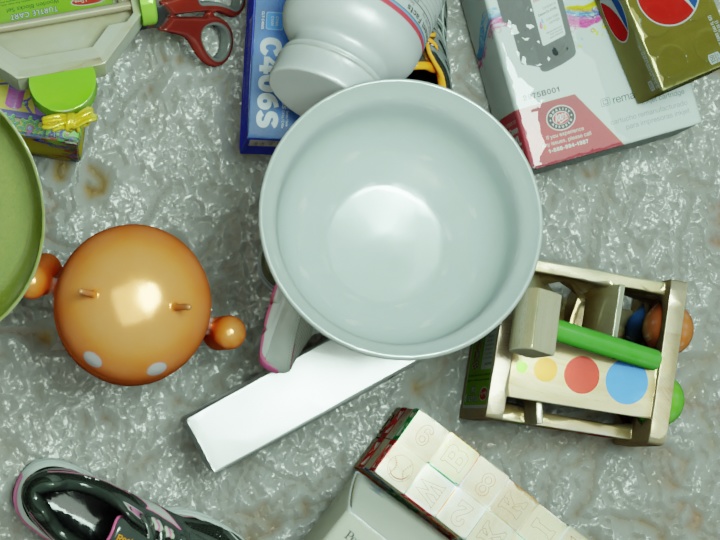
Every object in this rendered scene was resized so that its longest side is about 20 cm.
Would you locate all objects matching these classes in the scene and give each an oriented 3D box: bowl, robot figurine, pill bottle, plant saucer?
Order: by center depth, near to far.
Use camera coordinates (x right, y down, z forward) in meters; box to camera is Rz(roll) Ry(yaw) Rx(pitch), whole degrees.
[{"bbox_3d":[0.023,-0.026,1.597,0.199,0.090,0.203,2,75,-8],"label":"bowl"},{"bbox_3d":[-0.311,-0.047,1.610,0.198,0.031,0.202,3,103,15],"label":"plant saucer"},{"bbox_3d":[-0.169,0.026,1.653,0.116,0.200,0.144,-38,92,-8],"label":"robot figurine"},{"bbox_3d":[0.009,-0.207,1.663,0.108,0.109,0.201,26,69,-5],"label":"pill bottle"}]

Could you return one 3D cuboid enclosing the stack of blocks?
[{"bbox_3d":[0.096,0.187,1.718,0.199,0.115,0.059,38,83,-4],"label":"stack of blocks"}]

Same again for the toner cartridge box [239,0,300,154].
[{"bbox_3d":[-0.065,-0.193,1.735,0.043,0.095,0.202,3,86,-8],"label":"toner cartridge box"}]

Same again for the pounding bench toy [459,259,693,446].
[{"bbox_3d":[0.173,0.060,1.694,0.154,0.200,0.125,10,85,-6],"label":"pounding bench toy"}]

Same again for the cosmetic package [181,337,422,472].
[{"bbox_3d":[-0.037,0.086,1.725,0.199,0.083,0.051,-28,89,-8],"label":"cosmetic package"}]

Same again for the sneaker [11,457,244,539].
[{"bbox_3d":[-0.170,0.206,1.698,0.198,0.086,0.081,20,85,-6],"label":"sneaker"}]

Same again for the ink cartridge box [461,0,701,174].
[{"bbox_3d":[0.164,-0.188,1.769,0.144,0.083,0.202,-16,88,-8],"label":"ink cartridge box"}]

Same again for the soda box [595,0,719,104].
[{"bbox_3d":[0.207,-0.233,1.704,0.067,0.064,0.201,-22,89,-11],"label":"soda box"}]

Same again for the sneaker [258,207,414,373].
[{"bbox_3d":[0.000,0.000,1.669,0.088,0.081,0.201,36,80,6],"label":"sneaker"}]

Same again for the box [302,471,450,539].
[{"bbox_3d":[-0.014,0.273,1.675,0.127,0.109,0.201,36,101,-2],"label":"box"}]

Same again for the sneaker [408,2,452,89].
[{"bbox_3d":[0.038,-0.176,1.756,0.078,0.077,0.202,-9,86,-6],"label":"sneaker"}]

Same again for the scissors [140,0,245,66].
[{"bbox_3d":[-0.151,-0.197,1.697,0.014,0.199,0.074,14,96,34],"label":"scissors"}]

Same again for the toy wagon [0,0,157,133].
[{"bbox_3d":[-0.222,-0.185,1.599,0.154,0.040,0.202,-11,74,-7],"label":"toy wagon"}]

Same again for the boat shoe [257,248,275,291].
[{"bbox_3d":[0.018,-0.024,1.749,0.198,0.062,0.073,-20,89,-8],"label":"boat shoe"}]

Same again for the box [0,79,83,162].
[{"bbox_3d":[-0.293,-0.196,1.693,0.198,0.122,0.195,9,85,-6],"label":"box"}]
